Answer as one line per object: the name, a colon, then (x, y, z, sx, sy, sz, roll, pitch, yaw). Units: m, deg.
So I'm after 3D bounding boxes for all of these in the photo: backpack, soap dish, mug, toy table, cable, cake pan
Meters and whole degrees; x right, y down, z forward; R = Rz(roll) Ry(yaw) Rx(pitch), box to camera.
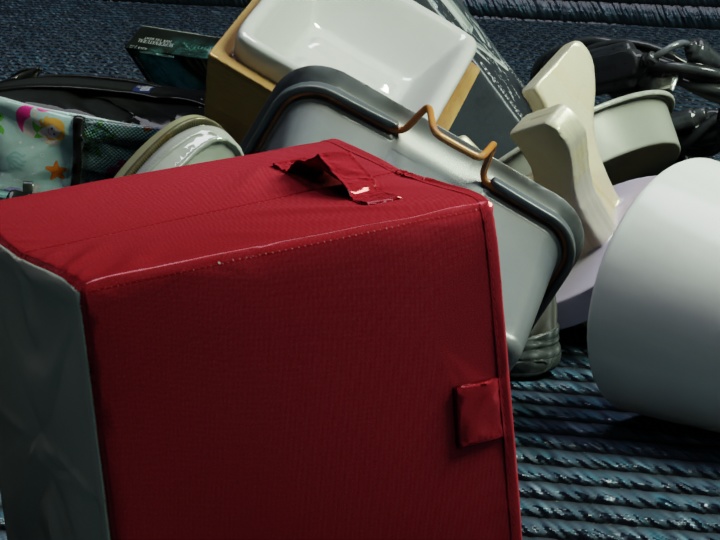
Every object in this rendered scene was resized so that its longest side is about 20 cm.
backpack: (-0.183, -0.068, 1.716, 0.199, 0.152, 0.178, 13, 6, 4)
soap dish: (-0.013, -0.126, 1.650, 0.157, 0.081, 0.200, 30, 29, 0)
mug: (0.240, 0.025, 1.363, 0.153, 0.150, 0.186, 21, 28, 38)
toy table: (0.119, -0.046, 1.575, 0.200, 0.117, 0.184, -23, 23, 54)
cable: (0.219, -0.128, 1.837, 0.162, 0.051, 0.200, 19, -17, -31)
cake pan: (0.143, -0.059, 1.751, 0.199, 0.037, 0.200, -27, -14, -7)

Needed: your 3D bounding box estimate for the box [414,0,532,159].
box: (0.042, -0.137, 1.857, 0.124, 0.200, 0.197, -37, -2, 12)

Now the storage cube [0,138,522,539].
storage cube: (-0.051, 0.057, 1.043, 0.179, 0.201, 0.171, -11, 16, -23)

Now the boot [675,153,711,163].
boot: (0.324, -0.058, 1.913, 0.199, 0.077, 0.168, -12, 21, -28)

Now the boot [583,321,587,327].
boot: (0.188, 0.001, 1.649, 0.174, 0.067, 0.200, -1, 14, 26)

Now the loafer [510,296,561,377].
loafer: (0.025, 0.020, 1.516, 0.199, 0.073, 0.073, 2, 13, 6)

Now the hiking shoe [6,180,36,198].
hiking shoe: (-0.200, 0.002, 1.540, 0.074, 0.087, 0.200, -3, 13, -21)

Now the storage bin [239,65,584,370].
storage bin: (0.017, -0.005, 1.351, 0.199, 0.146, 0.135, 29, 30, -7)

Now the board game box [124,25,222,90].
board game box: (-0.077, -0.096, 1.832, 0.135, 0.200, 0.028, 12, 57, 43)

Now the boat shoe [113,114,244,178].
boat shoe: (-0.116, 0.011, 1.313, 0.075, 0.201, 0.068, 38, -10, -40)
